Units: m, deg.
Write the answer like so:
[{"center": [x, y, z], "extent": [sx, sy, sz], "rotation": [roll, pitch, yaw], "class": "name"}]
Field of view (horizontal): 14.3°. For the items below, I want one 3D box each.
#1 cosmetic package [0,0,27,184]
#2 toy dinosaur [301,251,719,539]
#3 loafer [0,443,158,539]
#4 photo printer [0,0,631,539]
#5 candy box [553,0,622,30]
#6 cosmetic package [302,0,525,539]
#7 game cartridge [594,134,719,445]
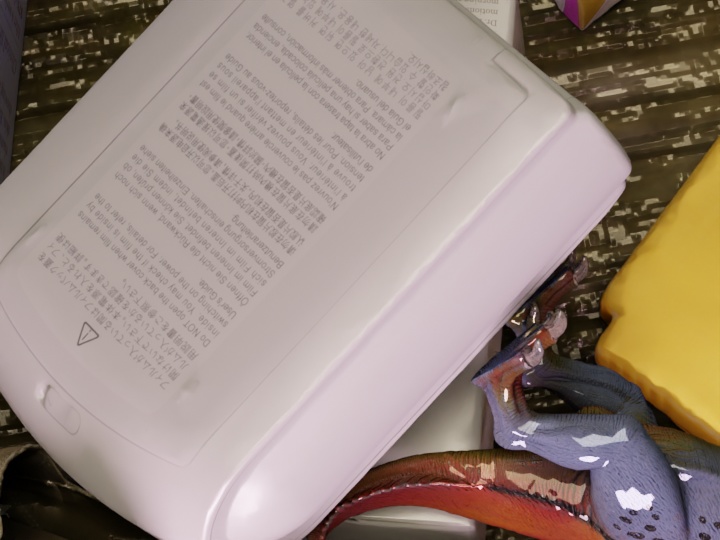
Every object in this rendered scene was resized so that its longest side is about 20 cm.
[{"center": [-0.215, -0.096, 1.035], "extent": [0.165, 0.167, 0.202], "rotation": [3, 74, 5], "class": "cosmetic package"}, {"center": [0.115, 0.078, 0.969], "extent": [0.200, 0.105, 0.182], "rotation": [-39, 99, 13], "class": "toy dinosaur"}, {"center": [-0.137, 0.092, 1.014], "extent": [0.199, 0.076, 0.068], "rotation": [16, 118, 6], "class": "loafer"}, {"center": [-0.032, -0.011, 0.948], "extent": [0.200, 0.069, 0.166], "rotation": [-47, 56, -1], "class": "photo printer"}, {"center": [0.141, -0.188, 1.047], "extent": [0.199, 0.136, 0.061], "rotation": [-35, 74, -5], "class": "candy box"}, {"center": [0.000, 0.000, 1.034], "extent": [0.107, 0.085, 0.202], "rotation": [5, 76, 7], "class": "cosmetic package"}, {"center": [0.207, 0.015, 1.043], "extent": [0.200, 0.032, 0.177], "rotation": [36, 80, 15], "class": "game cartridge"}]
